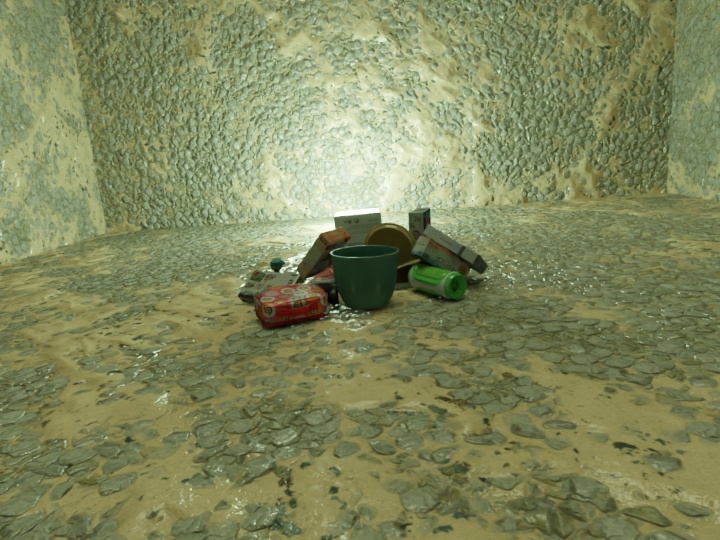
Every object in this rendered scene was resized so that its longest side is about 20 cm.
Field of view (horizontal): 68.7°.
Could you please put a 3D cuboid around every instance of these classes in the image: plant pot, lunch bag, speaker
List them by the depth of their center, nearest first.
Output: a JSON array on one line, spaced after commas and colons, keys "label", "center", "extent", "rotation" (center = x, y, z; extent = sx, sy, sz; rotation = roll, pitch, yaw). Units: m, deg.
[{"label": "lunch bag", "center": [-0.190, 0.096, 1.481], "extent": [0.199, 0.083, 0.176], "rotation": [-9, 14, -21]}, {"label": "plant pot", "center": [0.015, 0.022, 1.546], "extent": [0.199, 0.162, 0.201], "rotation": [-2, 12, 0]}, {"label": "speaker", "center": [0.230, 0.032, 1.609], "extent": [0.088, 0.089, 0.200], "rotation": [-12, 15, -29]}]

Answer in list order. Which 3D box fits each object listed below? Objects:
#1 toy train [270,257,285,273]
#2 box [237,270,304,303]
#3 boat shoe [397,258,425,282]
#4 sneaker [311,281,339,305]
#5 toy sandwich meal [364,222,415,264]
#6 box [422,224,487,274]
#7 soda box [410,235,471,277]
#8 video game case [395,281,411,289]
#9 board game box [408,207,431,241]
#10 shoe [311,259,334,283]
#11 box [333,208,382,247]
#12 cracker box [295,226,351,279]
[{"label": "toy train", "center": [-0.281, 0.007, 1.818], "extent": [0.084, 0.117, 0.200], "rotation": [-5, 13, -6]}, {"label": "box", "center": [-0.283, 0.057, 1.661], "extent": [0.199, 0.035, 0.110], "rotation": [5, 52, 34]}, {"label": "boat shoe", "center": [0.188, -0.010, 1.748], "extent": [0.199, 0.073, 0.072], "rotation": [-16, 17, -17]}, {"label": "sneaker", "center": [-0.120, 0.071, 1.629], "extent": [0.103, 0.060, 0.200], "rotation": [-6, 9, -1]}, {"label": "toy sandwich meal", "center": [0.102, -0.075, 1.809], "extent": [0.204, 0.207, 0.070], "rotation": [0, 21, 17]}, {"label": "box", "center": [0.311, -0.068, 1.724], "extent": [0.200, 0.041, 0.156], "rotation": [36, 3, 26]}, {"label": "soda box", "center": [0.258, -0.032, 1.682], "extent": [0.199, 0.069, 0.063], "rotation": [33, -6, -28]}, {"label": "video game case", "center": [0.158, 0.024, 1.806], "extent": [0.199, 0.022, 0.182], "rotation": [-8, 14, -16]}, {"label": "board game box", "center": [0.238, -0.141, 2.094], "extent": [0.064, 0.202, 0.147], "rotation": [0, 14, 19]}, {"label": "shoe", "center": [-0.101, -0.012, 1.892], "extent": [0.071, 0.092, 0.199], "rotation": [7, 17, 41]}, {"label": "box", "center": [-0.003, -0.148, 2.207], "extent": [0.197, 0.202, 0.171], "rotation": [-5, 11, 1]}, {"label": "cracker box", "center": [-0.137, -0.063, 1.938], "extent": [0.058, 0.200, 0.134], "rotation": [48, 35, 15]}]
